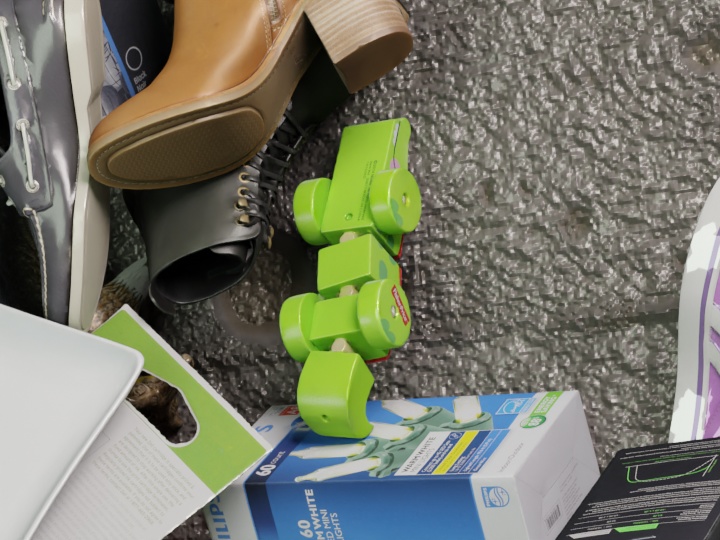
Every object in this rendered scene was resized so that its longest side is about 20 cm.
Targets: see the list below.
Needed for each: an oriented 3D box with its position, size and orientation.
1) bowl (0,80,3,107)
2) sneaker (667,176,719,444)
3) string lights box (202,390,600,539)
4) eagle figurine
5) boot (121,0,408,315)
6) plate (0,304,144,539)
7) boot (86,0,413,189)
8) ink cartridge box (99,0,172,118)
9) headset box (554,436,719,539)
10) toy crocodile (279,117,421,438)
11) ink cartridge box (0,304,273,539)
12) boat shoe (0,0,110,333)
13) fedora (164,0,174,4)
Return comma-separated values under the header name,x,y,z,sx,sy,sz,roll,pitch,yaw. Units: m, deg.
name,x,y,z,sx,sy,sz,roll,pitch,yaw
bowl,-0.242,-0.101,1.597,0.039,0.201,0.201,19,99,-5
sneaker,0.227,0.049,1.396,0.114,0.073,0.201,8,103,26
string lights box,0.021,0.119,1.478,0.199,0.103,0.059,-4,113,28
eagle figurine,-0.179,0.017,1.591,0.200,0.151,0.152,47,120,10
boot,-0.047,-0.067,1.505,0.200,0.077,0.139,-37,38,17
plate,-0.240,0.104,1.443,0.199,0.032,0.200,18,63,28
boot,-0.086,-0.145,1.472,0.200,0.077,0.156,-30,64,-2
ink cartridge box,-0.175,-0.177,1.521,0.039,0.099,0.201,3,126,40
headset box,0.162,0.203,1.319,0.092,0.200,0.175,-10,108,28
toy crocodile,0.000,0.000,1.503,0.067,0.062,0.201,-11,54,27
ink cartridge box,-0.156,0.139,1.461,0.200,0.076,0.148,-39,54,-13
boat shoe,-0.176,-0.062,1.474,0.062,0.073,0.201,0,96,5
fedora,-0.114,-0.258,1.577,0.200,0.092,0.202,-1,87,28
